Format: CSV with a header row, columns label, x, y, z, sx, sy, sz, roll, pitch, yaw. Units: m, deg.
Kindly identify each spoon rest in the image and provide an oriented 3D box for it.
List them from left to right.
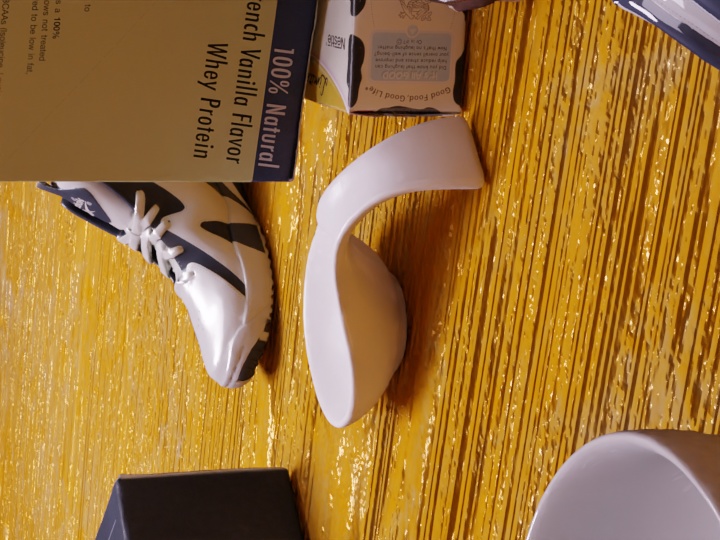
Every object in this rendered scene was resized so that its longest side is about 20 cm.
label,x,y,z,sx,sy,sz,roll,pitch,yaw
spoon rest,0.000,0.000,1.116,0.200,0.060,0.100,115,147,-50

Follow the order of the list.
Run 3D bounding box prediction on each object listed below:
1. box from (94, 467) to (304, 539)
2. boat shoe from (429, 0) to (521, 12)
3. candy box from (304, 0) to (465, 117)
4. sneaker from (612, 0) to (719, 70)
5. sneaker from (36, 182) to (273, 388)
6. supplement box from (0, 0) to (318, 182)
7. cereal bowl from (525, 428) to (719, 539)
label,x,y,z,sx,sy,sz,roll,pitch,yaw
box,-0.089,0.236,1.307,0.149,0.107,0.200,116,146,-52
boat shoe,0.061,-0.167,0.924,0.200,0.070,0.071,124,142,-56
candy box,0.002,-0.180,1.098,0.136,0.061,0.201,-154,64,-67
sneaker,0.118,-0.159,0.765,0.109,0.070,0.200,120,140,-52
sneaker,-0.128,-0.024,1.367,0.079,0.129,0.200,143,123,-67
supplement box,-0.130,-0.158,1.082,0.134,0.199,0.200,-120,34,-56
cereal bowl,0.124,0.150,0.744,0.200,0.083,0.201,179,90,-71
